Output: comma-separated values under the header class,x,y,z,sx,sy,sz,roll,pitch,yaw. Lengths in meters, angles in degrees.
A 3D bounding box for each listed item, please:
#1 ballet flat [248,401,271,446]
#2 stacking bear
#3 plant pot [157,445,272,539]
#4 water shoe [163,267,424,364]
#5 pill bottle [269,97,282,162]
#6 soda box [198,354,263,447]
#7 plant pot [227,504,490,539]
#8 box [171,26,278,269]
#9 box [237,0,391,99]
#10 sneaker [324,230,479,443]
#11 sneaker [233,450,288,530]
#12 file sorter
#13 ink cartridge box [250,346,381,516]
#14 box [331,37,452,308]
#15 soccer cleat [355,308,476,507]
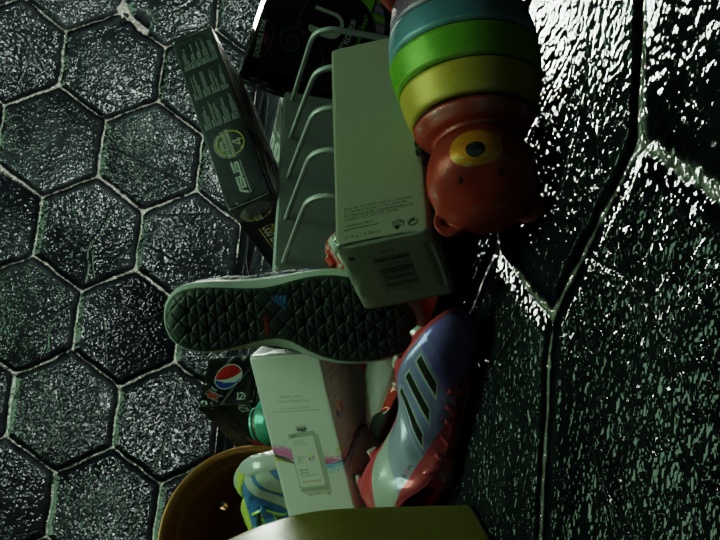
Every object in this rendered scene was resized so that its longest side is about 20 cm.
class,x,y,z,sx,sy,sz,roll,pitch,yaw
ballet flat,-0.046,0.160,1.354,0.200,0.070,0.068,6,-103,-66
stacking bear,0.075,-0.122,0.856,0.114,0.121,0.200,75,-171,-69
plant pot,-0.098,0.288,1.313,0.140,0.200,0.201,65,-151,-76
water shoe,-0.049,0.026,0.968,0.079,0.200,0.072,-64,-23,-77
pill bottle,-0.050,-0.171,1.535,0.114,0.114,0.200,-94,16,-47
soda box,-0.102,0.171,1.402,0.200,0.071,0.063,56,-146,-47
plant pot,-0.019,0.266,0.812,0.194,0.200,0.196,-127,46,-75
box,-0.115,-0.116,1.242,0.161,0.049,0.200,65,-177,-66
box,-0.025,-0.273,1.292,0.124,0.148,0.200,172,116,-80
sneaker,0.018,0.030,1.006,0.067,0.108,0.202,-16,-52,-54
sneaker,-0.066,0.229,1.130,0.200,0.076,0.105,95,159,-65
file sorter,0.005,-0.102,1.121,0.125,0.138,0.200,116,159,-55
ink cartridge box,-0.019,0.142,1.055,0.116,0.067,0.200,-41,-58,-61
box,0.022,-0.076,0.929,0.082,0.068,0.200,65,-162,-51
soccer cleat,0.054,0.119,0.947,0.076,0.067,0.200,46,129,36
